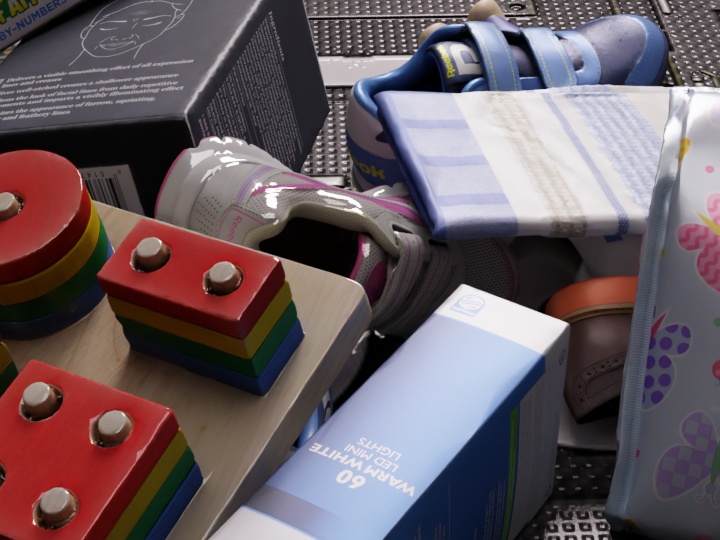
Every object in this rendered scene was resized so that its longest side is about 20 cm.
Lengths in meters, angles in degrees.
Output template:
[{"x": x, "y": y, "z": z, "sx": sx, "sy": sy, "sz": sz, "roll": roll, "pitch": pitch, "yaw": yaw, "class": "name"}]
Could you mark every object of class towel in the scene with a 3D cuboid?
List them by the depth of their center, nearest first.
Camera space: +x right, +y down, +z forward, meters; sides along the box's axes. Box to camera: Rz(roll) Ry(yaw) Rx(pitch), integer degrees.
[{"x": 0.115, "y": -0.055, "z": 0.800, "sx": 0.198, "sy": 0.024, "sz": 0.147, "roll": -2, "pitch": 33, "yaw": -14, "class": "towel"}]

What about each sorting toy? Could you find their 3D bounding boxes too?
[{"x": -0.130, "y": 0.041, "z": 0.631, "sx": 0.198, "sy": 0.070, "sz": 0.201, "roll": 16, "pitch": 55, "yaw": 26, "class": "sorting toy"}]

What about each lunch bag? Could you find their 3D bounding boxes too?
[{"x": 0.201, "y": 0.026, "z": 0.667, "sx": 0.168, "sy": 0.202, "sz": 0.127, "roll": 7, "pitch": -7, "yaw": 12, "class": "lunch bag"}]

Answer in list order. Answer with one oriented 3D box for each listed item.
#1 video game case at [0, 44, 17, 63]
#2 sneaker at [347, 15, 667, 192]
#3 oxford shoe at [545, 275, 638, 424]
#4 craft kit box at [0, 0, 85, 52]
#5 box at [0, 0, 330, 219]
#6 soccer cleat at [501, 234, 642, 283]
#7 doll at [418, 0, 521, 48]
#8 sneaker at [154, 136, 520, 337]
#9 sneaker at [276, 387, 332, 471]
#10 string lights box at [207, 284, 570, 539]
[{"x": -0.301, "y": -0.137, "z": 1.044, "sx": 0.179, "sy": 0.026, "sz": 0.200, "roll": -14, "pitch": 38, "yaw": -18, "class": "video game case"}, {"x": 0.083, "y": -0.103, "z": 0.894, "sx": 0.199, "sy": 0.082, "sz": 0.074, "roll": -23, "pitch": 49, "yaw": -1, "class": "sneaker"}, {"x": 0.192, "y": 0.047, "z": 0.768, "sx": 0.198, "sy": 0.071, "sz": 0.073, "roll": -1, "pitch": 61, "yaw": -4, "class": "oxford shoe"}, {"x": -0.247, "y": -0.169, "z": 0.946, "sx": 0.197, "sy": 0.049, "sz": 0.200, "roll": -40, "pitch": 31, "yaw": -20, "class": "craft kit box"}, {"x": -0.119, "y": -0.083, "z": 0.875, "sx": 0.147, "sy": 0.108, "sz": 0.200, "roll": -3, "pitch": 34, "yaw": 19, "class": "box"}, {"x": 0.163, "y": 0.000, "z": 0.831, "sx": 0.199, "sy": 0.070, "sz": 0.087, "roll": 21, "pitch": 62, "yaw": 23, "class": "soccer cleat"}, {"x": 0.118, "y": -0.107, "z": 0.978, "sx": 0.136, "sy": 0.049, "sz": 0.200, "roll": -27, "pitch": 43, "yaw": -11, "class": "doll"}, {"x": 0.000, "y": 0.000, "z": 0.764, "sx": 0.199, "sy": 0.082, "sz": 0.088, "roll": 11, "pitch": 19, "yaw": -29, "class": "sneaker"}, {"x": -0.047, "y": 0.059, "z": 0.721, "sx": 0.073, "sy": 0.083, "sz": 0.201, "roll": -5, "pitch": 33, "yaw": -5, "class": "sneaker"}, {"x": 0.015, "y": 0.104, "z": 0.639, "sx": 0.059, "sy": 0.103, "sz": 0.200, "roll": 21, "pitch": 40, "yaw": 26, "class": "string lights box"}]
